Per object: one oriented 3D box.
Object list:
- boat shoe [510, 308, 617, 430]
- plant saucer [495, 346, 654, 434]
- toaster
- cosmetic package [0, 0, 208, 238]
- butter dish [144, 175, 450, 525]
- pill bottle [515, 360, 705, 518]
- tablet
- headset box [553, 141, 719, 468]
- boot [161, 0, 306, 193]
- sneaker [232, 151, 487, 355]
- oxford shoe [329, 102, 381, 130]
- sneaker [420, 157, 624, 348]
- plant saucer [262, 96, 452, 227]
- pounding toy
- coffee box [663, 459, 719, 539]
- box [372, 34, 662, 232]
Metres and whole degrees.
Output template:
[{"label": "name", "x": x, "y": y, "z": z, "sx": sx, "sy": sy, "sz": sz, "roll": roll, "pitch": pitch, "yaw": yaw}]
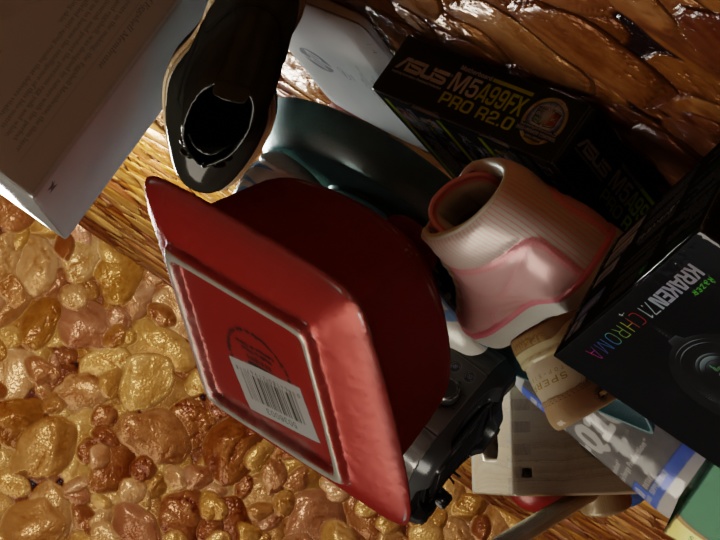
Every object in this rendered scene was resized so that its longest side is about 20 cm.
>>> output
[{"label": "boat shoe", "x": 0.174, "y": 0.046, "z": 1.218, "sx": 0.071, "sy": 0.199, "sz": 0.065, "roll": -39, "pitch": 68, "yaw": 55}, {"label": "plant saucer", "x": 0.114, "y": 0.052, "z": 1.440, "sx": 0.200, "sy": 0.019, "sz": 0.070, "roll": 23, "pitch": 154, "yaw": 40}, {"label": "toaster", "x": 0.026, "y": 0.091, "z": 1.494, "sx": 0.129, "sy": 0.114, "sz": 0.200, "roll": 39, "pitch": 164, "yaw": 12}, {"label": "cosmetic package", "x": -0.224, "y": -0.165, "z": 1.428, "sx": 0.200, "sy": 0.200, "sz": 0.123, "roll": 35, "pitch": 172, "yaw": 11}, {"label": "butter dish", "x": -0.013, "y": 0.020, "z": 1.307, "sx": 0.200, "sy": 0.148, "sz": 0.200, "roll": 28, "pitch": 144, "yaw": 38}, {"label": "pill bottle", "x": 0.179, "y": 0.069, "z": 1.505, "sx": 0.200, "sy": 0.114, "sz": 0.114, "roll": 41, "pitch": 173, "yaw": 16}, {"label": "tablet", "x": -0.011, "y": -0.139, "z": 1.438, "sx": 0.130, "sy": 0.014, "sz": 0.200, "roll": 29, "pitch": 169, "yaw": 31}, {"label": "headset box", "x": 0.230, "y": 0.036, "z": 1.094, "sx": 0.200, "sy": 0.093, "sz": 0.174, "roll": 34, "pitch": 150, "yaw": -5}, {"label": "boot", "x": -0.094, "y": -0.089, "z": 1.313, "sx": 0.077, "sy": 0.139, "sz": 0.200, "roll": 15, "pitch": 137, "yaw": -2}, {"label": "sneaker", "x": 0.000, "y": 0.000, "z": 1.407, "sx": 0.200, "sy": 0.073, "sz": 0.072, "roll": 35, "pitch": -170, "yaw": 10}, {"label": "oxford shoe", "x": -0.022, "y": -0.069, "z": 1.642, "sx": 0.070, "sy": 0.075, "sz": 0.200, "roll": 32, "pitch": 171, "yaw": 10}, {"label": "sneaker", "x": 0.079, "y": -0.015, "z": 1.269, "sx": 0.104, "sy": 0.076, "sz": 0.200, "roll": 33, "pitch": 164, "yaw": -9}, {"label": "plant saucer", "x": 0.010, "y": -0.046, "z": 1.455, "sx": 0.200, "sy": 0.027, "sz": 0.200, "roll": 30, "pitch": 164, "yaw": 9}, {"label": "pounding toy", "x": 0.165, "y": 0.140, "z": 1.623, "sx": 0.183, "sy": 0.143, "sz": 0.200, "roll": -1, "pitch": 175, "yaw": -8}, {"label": "coffee box", "x": 0.276, "y": 0.111, "z": 1.244, "sx": 0.123, "sy": 0.200, "sz": 0.044, "roll": 33, "pitch": -144, "yaw": 4}, {"label": "box", "x": 0.117, "y": -0.053, "z": 1.316, "sx": 0.160, "sy": 0.044, "sz": 0.200, "roll": 28, "pitch": 168, "yaw": 44}]
